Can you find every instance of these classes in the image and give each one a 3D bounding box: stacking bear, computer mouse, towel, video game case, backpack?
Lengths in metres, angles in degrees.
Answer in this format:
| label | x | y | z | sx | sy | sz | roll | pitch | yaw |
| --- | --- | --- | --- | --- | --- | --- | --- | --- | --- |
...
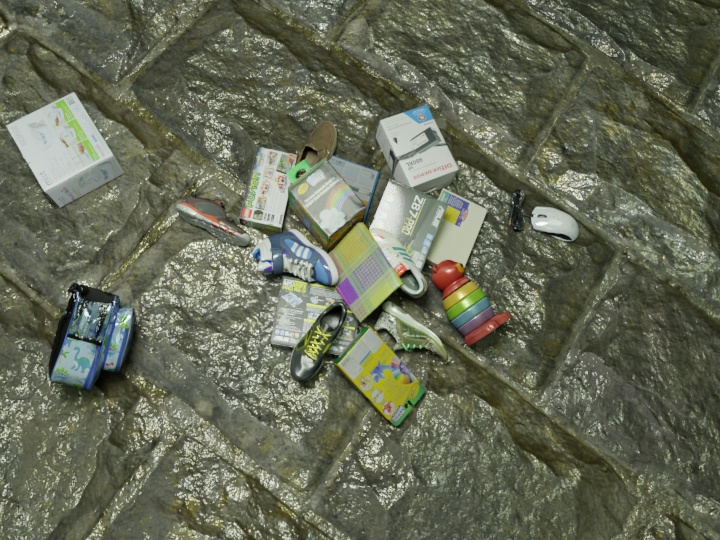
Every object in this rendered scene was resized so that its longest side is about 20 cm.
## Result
| label | x | y | z | sx | sy | sz | roll | pitch | yaw |
| --- | --- | --- | --- | --- | --- | --- | --- | --- | --- |
| stacking bear | 0.243 | 0.064 | 1.294 | 0.120 | 0.113 | 0.202 | -18 | 72 | -51 |
| computer mouse | 0.486 | -0.137 | 1.426 | 0.195 | 0.044 | 0.112 | 16 | 70 | -1 |
| towel | 0.000 | 0.000 | 1.255 | 0.143 | 0.023 | 0.202 | -43 | 60 | 14 |
| video game case | -0.044 | -0.185 | 1.391 | 0.140 | 0.018 | 0.204 | 18 | 71 | -2 |
| backpack | -0.556 | 0.145 | 1.138 | 0.144 | 0.182 | 0.205 | 20 | 79 | -21 |

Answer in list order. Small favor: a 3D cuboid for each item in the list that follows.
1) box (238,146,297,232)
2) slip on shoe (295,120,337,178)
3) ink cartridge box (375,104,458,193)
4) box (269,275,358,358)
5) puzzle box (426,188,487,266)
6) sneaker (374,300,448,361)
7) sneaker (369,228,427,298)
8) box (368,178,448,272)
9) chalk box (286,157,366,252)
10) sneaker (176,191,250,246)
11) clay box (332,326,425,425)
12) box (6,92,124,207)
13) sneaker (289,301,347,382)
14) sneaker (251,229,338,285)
| label | x | y | z | sx | sy | sz | roll | pitch | yaw |
| --- | --- | --- | --- | --- | --- | --- | --- | --- | --- |
| box | -0.228 | -0.204 | 1.365 | 0.107 | 0.035 | 0.205 | 11 | 71 | -3 |
| slip on shoe | -0.117 | -0.303 | 1.390 | 0.075 | 0.061 | 0.203 | 19 | 73 | 19 |
| ink cartridge box | 0.145 | -0.305 | 1.417 | 0.142 | 0.084 | 0.204 | -21 | 76 | -13 |
| box | -0.101 | 0.111 | 1.274 | 0.195 | 0.044 | 0.164 | 10 | 71 | -4 |
| puzzle box | 0.230 | -0.097 | 1.391 | 0.131 | 0.025 | 0.203 | 26 | 71 | 3 |
| sneaker | 0.114 | 0.160 | 1.280 | 0.198 | 0.077 | 0.089 | 36 | 84 | 11 |
| sneaker | 0.084 | -0.020 | 1.260 | 0.070 | 0.093 | 0.201 | -39 | 87 | 3 |
| box | 0.104 | -0.097 | 1.333 | 0.158 | 0.049 | 0.204 | 24 | 89 | 2 |
| chalk box | -0.095 | -0.169 | 1.303 | 0.124 | 0.124 | 0.201 | -38 | 82 | -12 |
| sneaker | -0.342 | -0.133 | 1.310 | 0.197 | 0.077 | 0.083 | 28 | 64 | 2 |
| clay box | 0.044 | 0.239 | 1.229 | 0.115 | 0.047 | 0.201 | -45 | 101 | -18 |
| box | -0.701 | -0.288 | 1.302 | 0.175 | 0.097 | 0.202 | -34 | 79 | -15 |
| sneaker | -0.094 | 0.147 | 1.195 | 0.073 | 0.085 | 0.202 | 29 | 71 | 3 |
| sneaker | -0.161 | -0.009 | 1.256 | 0.145 | 0.082 | 0.199 | -28 | 55 | -33 |
